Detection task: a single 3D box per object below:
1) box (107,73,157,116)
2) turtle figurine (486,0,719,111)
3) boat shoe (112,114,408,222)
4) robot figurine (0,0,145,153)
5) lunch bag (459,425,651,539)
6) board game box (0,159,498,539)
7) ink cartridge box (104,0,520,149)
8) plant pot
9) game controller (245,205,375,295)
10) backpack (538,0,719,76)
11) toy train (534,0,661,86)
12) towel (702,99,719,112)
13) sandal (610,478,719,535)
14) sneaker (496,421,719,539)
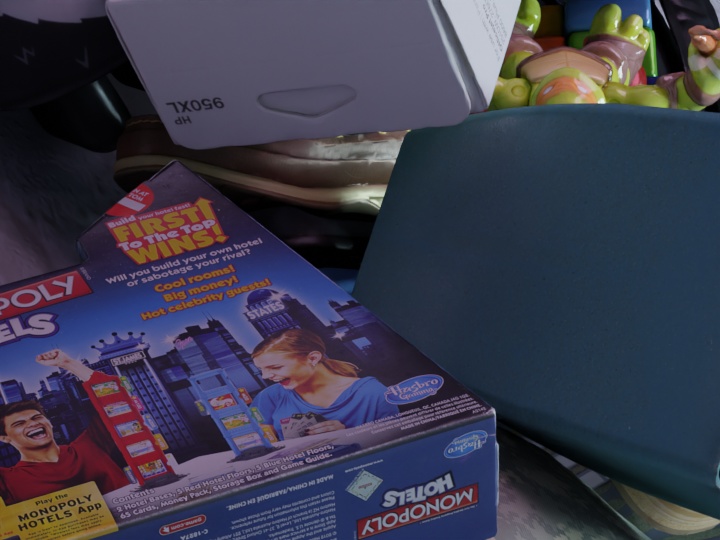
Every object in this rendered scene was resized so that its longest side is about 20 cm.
[{"bbox_3d":[-0.084,-0.156,1.325,0.200,0.106,0.153,40,27,-13],"label":"box"},{"bbox_3d":[0.098,-0.080,1.201,0.161,0.199,0.065,-78,162,-75],"label":"turtle figurine"},{"bbox_3d":[-0.029,-0.056,1.225,0.199,0.072,0.068,4,84,-44],"label":"boat shoe"},{"bbox_3d":[-0.144,-0.149,1.176,0.201,0.124,0.151,61,32,-24],"label":"robot figurine"},{"bbox_3d":[0.037,0.120,1.112,0.164,0.118,0.200,26,20,-35],"label":"lunch bag"},{"bbox_3d":[-0.080,0.045,1.020,0.199,0.062,0.200,-15,37,-17],"label":"board game box"},{"bbox_3d":[-0.004,-0.153,1.149,0.201,0.144,0.084,-73,147,-41],"label":"ink cartridge box"},{"bbox_3d":[0.105,0.015,1.113,0.199,0.142,0.141,12,-11,35],"label":"plant pot"},{"bbox_3d":[0.000,0.000,1.229,0.199,0.104,0.042,4,84,-45],"label":"game controller"},{"bbox_3d":[0.105,-0.101,1.476,0.199,0.154,0.191,7,42,-49],"label":"backpack"},{"bbox_3d":[0.050,-0.106,1.353,0.085,0.199,0.116,71,16,-64],"label":"toy train"},{"bbox_3d":[0.188,0.006,1.400,0.034,0.194,0.200,9,-5,19],"label":"towel"},{"bbox_3d":[0.188,0.064,1.240,0.078,0.070,0.211,54,30,13],"label":"sandal"},{"bbox_3d":[0.095,0.077,1.244,0.199,0.081,0.074,23,42,-3],"label":"sneaker"}]
